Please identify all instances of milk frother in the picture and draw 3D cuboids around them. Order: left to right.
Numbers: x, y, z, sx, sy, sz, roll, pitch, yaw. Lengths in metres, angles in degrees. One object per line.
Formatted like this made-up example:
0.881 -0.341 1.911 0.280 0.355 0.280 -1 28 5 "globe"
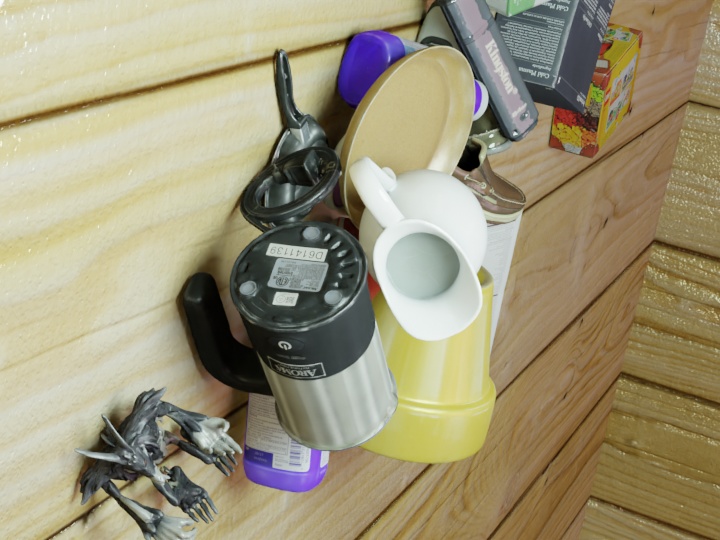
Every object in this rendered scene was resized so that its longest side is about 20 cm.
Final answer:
-0.041 0.020 1.235 0.200 0.180 0.188 -54 151 -29 "milk frother"

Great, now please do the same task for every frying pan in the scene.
-0.054 -0.127 1.306 0.115 0.031 0.190 -41 146 -59 "frying pan"

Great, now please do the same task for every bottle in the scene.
-0.068 0.114 1.357 0.065 0.083 0.201 -23 120 -67 "bottle"
0.061 -0.191 1.422 0.200 0.065 0.084 7 102 -53 "bottle"

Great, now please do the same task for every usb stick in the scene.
0.142 -0.230 1.505 0.055 0.033 0.200 -49 126 -26 "usb stick"

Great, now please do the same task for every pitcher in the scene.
0.045 -0.044 1.258 0.172 0.121 0.200 60 11 -14 "pitcher"

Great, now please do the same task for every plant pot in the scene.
0.042 -0.130 1.354 0.200 0.027 0.200 -36 141 -36 "plant pot"
0.061 0.081 1.504 0.201 0.200 0.189 -30 137 -61 "plant pot"

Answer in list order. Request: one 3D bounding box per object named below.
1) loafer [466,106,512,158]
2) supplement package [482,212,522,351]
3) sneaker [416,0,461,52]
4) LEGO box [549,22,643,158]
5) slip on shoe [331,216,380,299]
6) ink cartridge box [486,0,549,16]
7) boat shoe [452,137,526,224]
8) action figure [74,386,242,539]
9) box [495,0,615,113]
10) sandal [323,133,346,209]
0.134 -0.199 1.625 0.200 0.075 0.070 -94 168 -56 "loafer"
0.101 0.006 1.652 0.114 0.109 0.201 -12 120 -45 "supplement package"
0.082 -0.205 1.530 0.079 0.074 0.201 -21 126 -58 "sneaker"
0.383 -0.294 2.225 0.200 0.077 0.149 -46 147 -50 "LEGO box"
0.000 0.000 1.385 0.200 0.061 0.074 -90 178 -65 "slip on shoe"
0.217 -0.401 1.614 0.200 0.087 0.146 -26 134 -34 "ink cartridge box"
0.120 -0.107 1.523 0.202 0.075 0.075 12 125 -41 "boat shoe"
-0.159 0.165 1.161 0.119 0.102 0.200 -59 160 -2 "action figure"
0.255 -0.323 1.833 0.200 0.104 0.183 12 93 -69 "box"
0.006 -0.095 1.416 0.203 0.050 0.083 16 89 -79 "sandal"
